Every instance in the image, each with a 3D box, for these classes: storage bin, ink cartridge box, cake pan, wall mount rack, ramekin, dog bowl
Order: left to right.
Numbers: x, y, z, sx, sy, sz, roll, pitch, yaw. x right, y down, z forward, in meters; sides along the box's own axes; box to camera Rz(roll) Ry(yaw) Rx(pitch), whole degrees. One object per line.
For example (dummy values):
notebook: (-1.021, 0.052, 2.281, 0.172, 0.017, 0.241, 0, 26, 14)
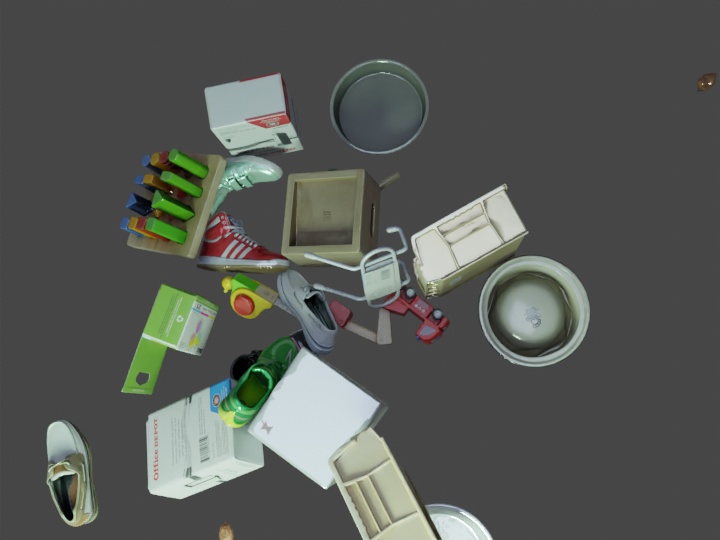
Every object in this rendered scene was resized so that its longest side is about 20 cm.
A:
ink cartridge box: (-0.346, 0.140, 1.359, 0.075, 0.148, 0.203, 17, 81, 8)
ink cartridge box: (-0.277, 0.299, 1.301, 0.198, 0.084, 0.148, -26, 56, 23)
ink cartridge box: (-0.197, -0.286, 1.406, 0.142, 0.200, 0.085, -11, 81, 3)
wall mount rack: (0.000, 0.000, 1.283, 0.172, 0.201, 0.075, -19, 60, -5)
cake pan: (0.038, -0.322, 1.471, 0.197, 0.037, 0.203, -1, 78, 5)
storage bin: (0.047, 0.371, 1.138, 0.093, 0.201, 0.200, -30, 58, -2)
ramekin: (0.137, 0.500, 1.260, 0.197, 0.098, 0.204, -1, 77, 6)
storage bin: (0.185, -0.040, 1.316, 0.197, 0.200, 0.095, -28, 79, -1)
dog bowl: (0.311, 0.078, 1.343, 0.197, 0.074, 0.203, -1, 78, 5)

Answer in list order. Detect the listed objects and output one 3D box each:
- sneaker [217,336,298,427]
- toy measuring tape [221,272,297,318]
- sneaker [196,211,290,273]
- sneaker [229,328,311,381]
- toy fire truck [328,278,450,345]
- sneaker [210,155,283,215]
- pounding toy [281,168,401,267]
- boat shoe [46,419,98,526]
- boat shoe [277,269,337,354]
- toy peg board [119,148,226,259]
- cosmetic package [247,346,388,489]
sneaker: (-0.159, 0.186, 1.256, 0.074, 0.084, 0.200, 43, 47, -4)
toy measuring tape: (-0.179, 0.074, 1.401, 0.198, 0.074, 0.074, 30, 82, 1)
sneaker: (-0.221, -0.054, 1.412, 0.197, 0.071, 0.114, 3, 78, 21)
sneaker: (-0.154, 0.164, 1.359, 0.199, 0.099, 0.071, -32, 75, -3)
toy fire truck: (0.052, 0.088, 1.379, 0.199, 0.049, 0.142, 38, 85, 11)
sneaker: (-0.250, -0.159, 1.447, 0.197, 0.074, 0.120, 3, 72, 16)
pounding toy: (-0.032, -0.112, 1.400, 0.181, 0.142, 0.203, -1, 76, 20)
boat shoe: (-0.542, 0.372, 1.370, 0.074, 0.068, 0.202, -24, 77, 0)
boat shoe: (-0.090, 0.059, 1.361, 0.201, 0.073, 0.067, 56, 132, 32)
toy peg board: (-0.381, -0.143, 1.402, 0.197, 0.097, 0.203, 10, 78, 37)
cosmetic package: (-0.066, 0.255, 1.279, 0.165, 0.200, 0.168, 33, 84, 11)
